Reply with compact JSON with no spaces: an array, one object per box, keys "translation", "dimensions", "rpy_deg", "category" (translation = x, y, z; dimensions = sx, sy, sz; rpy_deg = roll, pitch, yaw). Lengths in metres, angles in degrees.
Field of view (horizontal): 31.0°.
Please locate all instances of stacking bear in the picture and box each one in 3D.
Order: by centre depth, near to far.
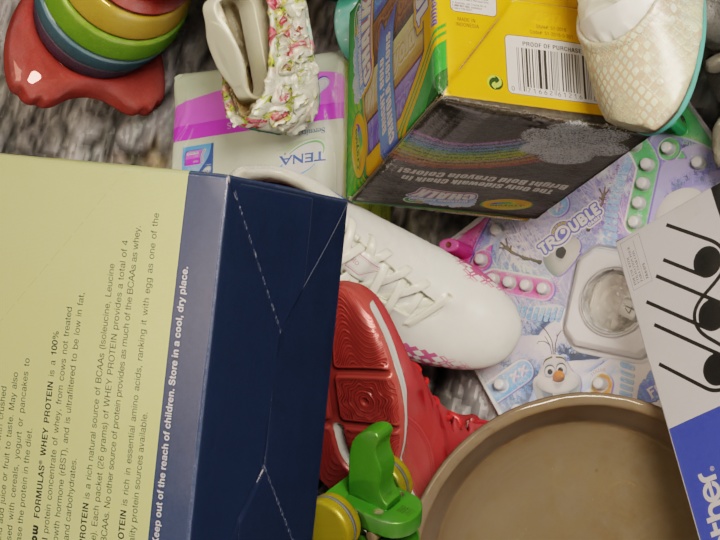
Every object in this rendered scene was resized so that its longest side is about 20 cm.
[{"translation":[-0.160,-0.200,0.891],"dimensions":[0.200,0.121,0.114],"rpy_deg":[-31,62,55],"category":"stacking bear"}]

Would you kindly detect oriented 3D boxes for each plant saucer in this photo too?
[{"translation":[0.122,0.166,0.701],"dimensions":[0.199,0.029,0.201],"rpy_deg":[0,86,2],"category":"plant saucer"}]

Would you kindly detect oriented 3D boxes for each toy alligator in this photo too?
[{"translation":[-0.008,0.163,0.701],"dimensions":[0.054,0.059,0.200],"rpy_deg":[39,128,20],"category":"toy alligator"}]

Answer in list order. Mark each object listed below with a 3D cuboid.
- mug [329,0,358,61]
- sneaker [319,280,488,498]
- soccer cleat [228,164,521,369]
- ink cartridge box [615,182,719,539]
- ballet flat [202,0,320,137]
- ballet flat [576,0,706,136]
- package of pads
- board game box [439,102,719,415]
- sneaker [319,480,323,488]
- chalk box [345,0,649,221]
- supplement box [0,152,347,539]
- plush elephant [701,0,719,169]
[{"translation":[0.001,-0.234,0.845],"dimensions":[0.152,0.114,0.186],"rpy_deg":[27,107,32],"category":"mug"},{"translation":[0.023,0.085,0.759],"dimensions":[0.078,0.115,0.201],"rpy_deg":[2,113,30],"category":"sneaker"},{"translation":[0.000,0.000,0.759],"dimensions":[0.200,0.086,0.070],"rpy_deg":[28,88,9],"category":"soccer cleat"},{"translation":[0.200,0.056,0.654],"dimensions":[0.094,0.044,0.201],"rpy_deg":[-33,57,40],"category":"ink cartridge box"},{"translation":[-0.071,-0.178,0.789],"dimensions":[0.075,0.064,0.201],"rpy_deg":[-8,99,46],"category":"ballet flat"},{"translation":[0.127,-0.157,0.618],"dimensions":[0.067,0.062,0.201],"rpy_deg":[-22,50,48],"category":"ballet flat"},{"translation":[-0.053,-0.040,0.872],"dimensions":[0.154,0.068,0.201],"rpy_deg":[-3,82,31],"category":"package of pads"},{"translation":[0.148,0.018,0.762],"dimensions":[0.200,0.026,0.200],"rpy_deg":[-38,64,21],"category":"board game box"},{"translation":[-0.054,0.112,0.776],"dimensions":[0.074,0.200,0.080],"rpy_deg":[-27,89,14],"category":"sneaker"},{"translation":[0.064,-0.106,0.730],"dimensions":[0.200,0.124,0.124],"rpy_deg":[141,132,-67],"category":"chalk box"},{"translation":[-0.131,0.049,0.629],"dimensions":[0.199,0.134,0.201],"rpy_deg":[6,90,22],"category":"supplement box"},{"translation":[0.223,-0.140,0.679],"dimensions":[0.155,0.200,0.165],"rpy_deg":[-30,50,47],"category":"plush elephant"}]
